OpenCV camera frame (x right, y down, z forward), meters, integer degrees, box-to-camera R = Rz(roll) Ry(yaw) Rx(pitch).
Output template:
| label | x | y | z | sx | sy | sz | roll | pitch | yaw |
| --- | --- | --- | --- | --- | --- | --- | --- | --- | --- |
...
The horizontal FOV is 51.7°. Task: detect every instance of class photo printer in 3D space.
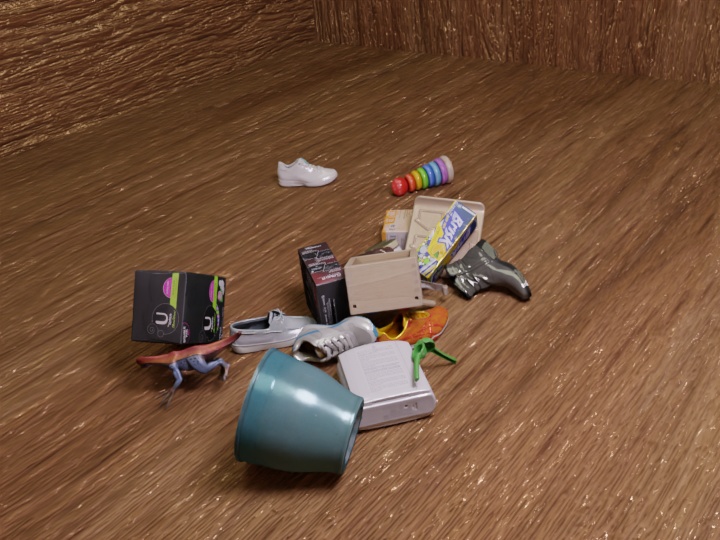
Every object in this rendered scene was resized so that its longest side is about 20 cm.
| label | x | y | z | sx | sy | sz | roll | pitch | yaw |
| --- | --- | --- | --- | --- | --- | --- | --- | --- | --- |
| photo printer | 0.042 | 0.213 | 1.448 | 0.162 | 0.071 | 0.201 | -11 | 30 | -9 |

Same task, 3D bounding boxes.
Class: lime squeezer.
| label | x | y | z | sx | sy | sz | roll | pitch | yaw |
| --- | --- | --- | --- | --- | --- | --- | --- | --- | --- |
| lime squeezer | 0.127 | 0.169 | 1.448 | 0.037 | 0.072 | 0.199 | -26 | -9 | 26 |

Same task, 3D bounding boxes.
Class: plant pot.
| label | x | y | z | sx | sy | sz | roll | pitch | yaw |
| --- | --- | --- | --- | --- | --- | --- | --- | --- | --- |
| plant pot | -0.096 | 0.260 | 1.292 | 0.184 | 0.204 | 0.201 | 16 | 33 | 7 |

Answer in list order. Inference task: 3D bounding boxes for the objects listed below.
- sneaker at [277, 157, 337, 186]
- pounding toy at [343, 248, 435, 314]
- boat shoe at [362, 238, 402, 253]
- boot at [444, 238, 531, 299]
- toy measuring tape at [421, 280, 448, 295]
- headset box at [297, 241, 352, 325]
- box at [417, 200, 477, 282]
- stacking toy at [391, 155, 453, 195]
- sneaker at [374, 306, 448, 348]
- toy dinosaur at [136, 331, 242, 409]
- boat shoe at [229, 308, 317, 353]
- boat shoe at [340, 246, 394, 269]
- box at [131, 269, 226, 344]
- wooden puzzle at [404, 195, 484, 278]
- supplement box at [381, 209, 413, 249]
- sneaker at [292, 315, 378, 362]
| label | x | y | z | sx | sy | sz | roll | pitch | yaw |
| --- | --- | --- | --- | --- | --- | --- | --- | --- | --- |
| sneaker | -0.173 | -0.322 | 2.391 | 0.195 | 0.090 | 0.076 | -3 | 28 | 5 |
| pounding toy | 0.070 | 0.037 | 1.621 | 0.179 | 0.146 | 0.200 | -7 | 7 | 5 |
| boat shoe | 0.058 | -0.033 | 1.851 | 0.074 | 0.069 | 0.200 | -30 | 7 | -9 |
| boot | 0.294 | 0.028 | 1.733 | 0.130 | 0.068 | 0.200 | -37 | 55 | -9 |
| toy measuring tape | 0.106 | 0.039 | 1.737 | 0.196 | 0.075 | 0.073 | 14 | 35 | 31 |
| headset box | -0.076 | 0.051 | 1.671 | 0.075 | 0.152 | 0.201 | -13 | 31 | -11 |
| box | 0.199 | -0.065 | 1.788 | 0.070 | 0.064 | 0.201 | 35 | 79 | 21 |
| stacking toy | 0.183 | -0.283 | 2.270 | 0.196 | 0.087 | 0.086 | -20 | 32 | -14 |
| sneaker | 0.116 | 0.119 | 1.591 | 0.198 | 0.079 | 0.072 | -26 | 33 | -33 |
| toy dinosaur | -0.361 | 0.176 | 1.523 | 0.178 | 0.204 | 0.105 | 21 | 7 | -16 |
| boat shoe | -0.193 | 0.126 | 1.641 | 0.196 | 0.073 | 0.070 | -12 | 30 | -10 |
| boat shoe | 0.000 | 0.000 | 1.771 | 0.197 | 0.071 | 0.071 | -21 | 19 | 36 |
| box | -0.388 | 0.080 | 1.602 | 0.121 | 0.153 | 0.200 | 2 | -4 | 15 |
| wooden puzzle | 0.209 | -0.078 | 1.852 | 0.181 | 0.046 | 0.205 | 7 | 71 | 14 |
| supplement box | 0.160 | -0.103 | 1.964 | 0.195 | 0.075 | 0.127 | -1 | 31 | 9 |
| sneaker | -0.053 | 0.152 | 1.553 | 0.196 | 0.078 | 0.081 | -13 | 25 | 29 |
